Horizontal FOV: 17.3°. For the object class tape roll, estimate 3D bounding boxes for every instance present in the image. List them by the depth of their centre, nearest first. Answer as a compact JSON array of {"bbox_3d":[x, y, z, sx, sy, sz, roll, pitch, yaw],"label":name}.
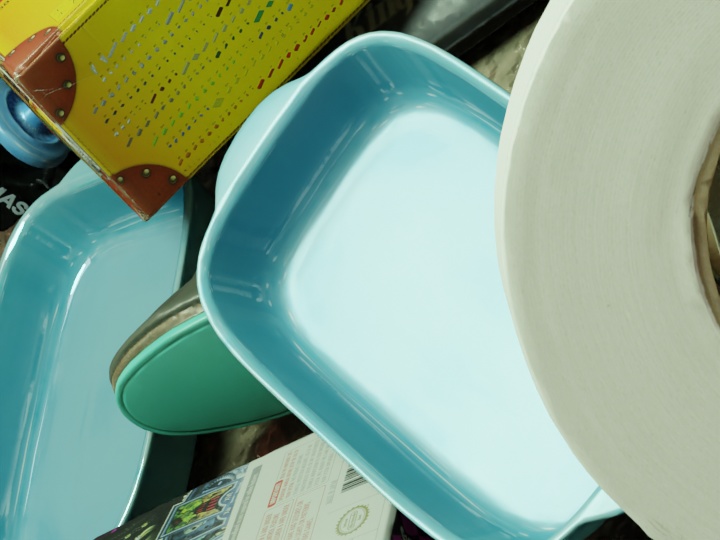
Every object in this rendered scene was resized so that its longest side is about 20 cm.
[{"bbox_3d":[0.132,-0.015,0.581,0.203,0.202,0.037,-52,8,11],"label":"tape roll"}]

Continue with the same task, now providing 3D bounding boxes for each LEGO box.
[{"bbox_3d":[-0.054,-0.130,0.913,0.200,0.077,0.149,-45,24,-3],"label":"LEGO box"}]

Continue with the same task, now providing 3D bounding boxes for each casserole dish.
[{"bbox_3d":[0.032,0.009,0.741,0.200,0.039,0.121,39,98,36],"label":"casserole dish"},{"bbox_3d":[-0.105,0.045,0.936,0.121,0.039,0.201,-16,56,40],"label":"casserole dish"}]

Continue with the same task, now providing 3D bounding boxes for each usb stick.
[{"bbox_3d":[0.022,-0.098,0.900,0.199,0.033,0.056,-33,43,31],"label":"usb stick"}]

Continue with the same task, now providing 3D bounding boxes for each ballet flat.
[{"bbox_3d":[0.000,0.000,0.837,0.199,0.068,0.069,-21,40,25],"label":"ballet flat"}]

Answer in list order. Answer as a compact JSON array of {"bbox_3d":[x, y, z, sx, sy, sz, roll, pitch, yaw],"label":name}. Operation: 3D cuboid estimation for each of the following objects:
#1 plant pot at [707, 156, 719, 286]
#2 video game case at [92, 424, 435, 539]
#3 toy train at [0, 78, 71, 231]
[{"bbox_3d":[0.124,-0.114,0.681,0.134,0.201,0.201,-25,43,4],"label":"plant pot"},{"bbox_3d":[-0.059,0.131,0.740,0.180,0.036,0.200,-26,20,19],"label":"video game case"},{"bbox_3d":[-0.201,-0.097,1.032,0.087,0.200,0.115,-38,31,28],"label":"toy train"}]
